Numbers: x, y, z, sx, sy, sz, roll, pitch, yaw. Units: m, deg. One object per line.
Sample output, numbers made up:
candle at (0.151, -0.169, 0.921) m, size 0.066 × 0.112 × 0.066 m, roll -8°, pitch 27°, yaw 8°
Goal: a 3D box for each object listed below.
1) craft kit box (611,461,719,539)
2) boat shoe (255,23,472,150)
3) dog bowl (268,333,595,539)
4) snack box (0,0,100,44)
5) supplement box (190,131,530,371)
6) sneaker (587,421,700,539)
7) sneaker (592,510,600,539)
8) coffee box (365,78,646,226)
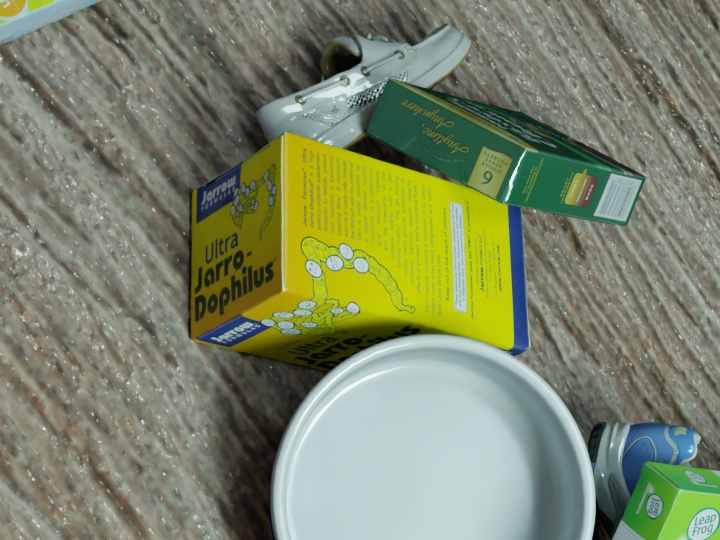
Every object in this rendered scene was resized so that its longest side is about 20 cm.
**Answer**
craft kit box at (0.239, 0.234, 1.426) m, size 0.199 × 0.048 × 0.198 m, roll 10°, pitch 106°, yaw -36°
boat shoe at (0.004, -0.135, 1.451) m, size 0.069 × 0.071 × 0.200 m, roll 54°, pitch 47°, yaw -3°
dog bowl at (0.042, 0.143, 1.298) m, size 0.199 × 0.079 × 0.201 m, roll 1°, pitch 82°, yaw -6°
snack box at (-0.236, -0.250, 1.307) m, size 0.168 × 0.068 × 0.201 m, roll -31°, pitch 91°, yaw -43°
supplement box at (0.000, 0.000, 1.366) m, size 0.199 × 0.109 × 0.110 m, roll 15°, pitch 63°, yaw -34°
sneaker at (0.219, 0.194, 1.453) m, size 0.076 × 0.077 × 0.201 m, roll -63°, pitch 137°, yaw -56°
sneaker at (0.136, 0.198, 1.407) m, size 0.074 × 0.087 × 0.200 m, roll 46°, pitch 50°, yaw -15°
coffee box at (0.105, -0.080, 1.442) m, size 0.200 × 0.123 × 0.044 m, roll 6°, pitch 111°, yaw -57°
